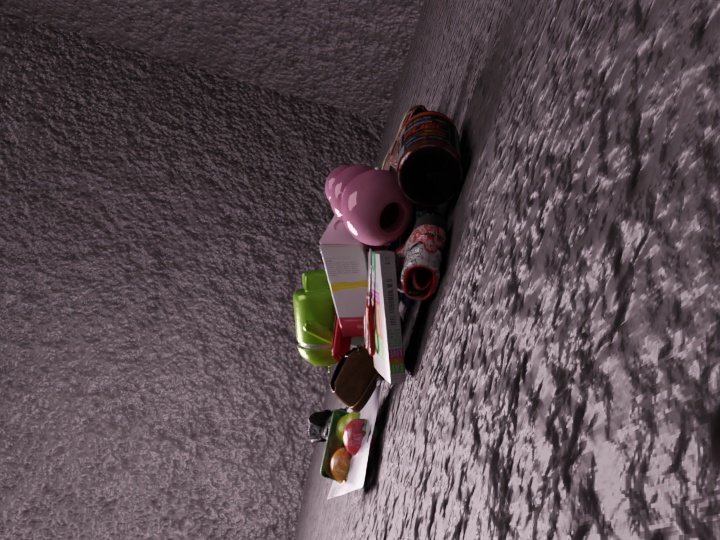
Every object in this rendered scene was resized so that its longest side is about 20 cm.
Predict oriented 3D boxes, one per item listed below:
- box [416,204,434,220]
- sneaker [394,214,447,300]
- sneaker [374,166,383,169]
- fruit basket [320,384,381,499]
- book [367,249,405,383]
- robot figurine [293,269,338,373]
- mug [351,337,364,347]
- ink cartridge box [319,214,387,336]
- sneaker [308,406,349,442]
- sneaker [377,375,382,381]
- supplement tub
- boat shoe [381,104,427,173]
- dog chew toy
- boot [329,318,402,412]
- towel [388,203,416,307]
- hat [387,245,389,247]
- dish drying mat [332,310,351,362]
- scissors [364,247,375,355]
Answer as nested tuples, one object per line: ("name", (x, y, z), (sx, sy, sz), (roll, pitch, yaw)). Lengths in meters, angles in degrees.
("box", (0.123, -0.156, 1.284), (0.201, 0.037, 0.139), (111, 172, -61))
("sneaker", (0.083, 0.009, 1.051), (0.202, 0.066, 0.109), (114, 173, -55))
("sneaker", (0.028, -0.118, 1.348), (0.075, 0.098, 0.203), (31, 100, 63))
("fruit basket", (-0.007, 0.331, 1.237), (0.200, 0.092, 0.188), (-42, 31, 55))
("book", (0.045, 0.070, 1.074), (0.134, 0.047, 0.204), (-152, 57, -84))
("robot figurine", (-0.077, 0.102, 1.337), (0.175, 0.113, 0.204), (-150, 55, -76))
("mug", (0.001, 0.084, 1.508), (0.179, 0.132, 0.201), (-61, 6, 26))
("ink cartridge box", (0.000, 0.000, 1.219), (0.146, 0.082, 0.203), (-66, -32, -53))
("sneaker", (-0.060, 0.364, 1.425), (0.200, 0.112, 0.077), (-81, -13, -74))
("sneaker", (0.000, 0.201, 1.397), (0.200, 0.089, 0.077), (111, 163, -74))
("supplement tub", (0.113, -0.195, 1.073), (0.201, 0.105, 0.108), (-82, 8, -58))
("boat shoe", (0.088, -0.223, 1.266), (0.072, 0.071, 0.203), (-94, 25, -82))
("dog chew toy", (0.003, -0.124, 1.117), (0.200, 0.123, 0.127), (39, 118, 50))
("boot", (0.014, 0.157, 1.219), (0.202, 0.075, 0.073), (-59, 12, -24))
("towel", (0.074, -0.042, 1.201), (0.112, 0.048, 0.204), (-86, -3, -78))
("hat", (0.021, -0.024, 1.426), (0.082, 0.197, 0.203), (76, -159, -50))
("dish drying mat", (-0.030, 0.080, 1.278), (0.077, 0.018, 0.203), (53, -142, -57))
("scissors", (0.013, 0.048, 1.091), (0.073, 0.014, 0.204), (-105, 12, -69))
